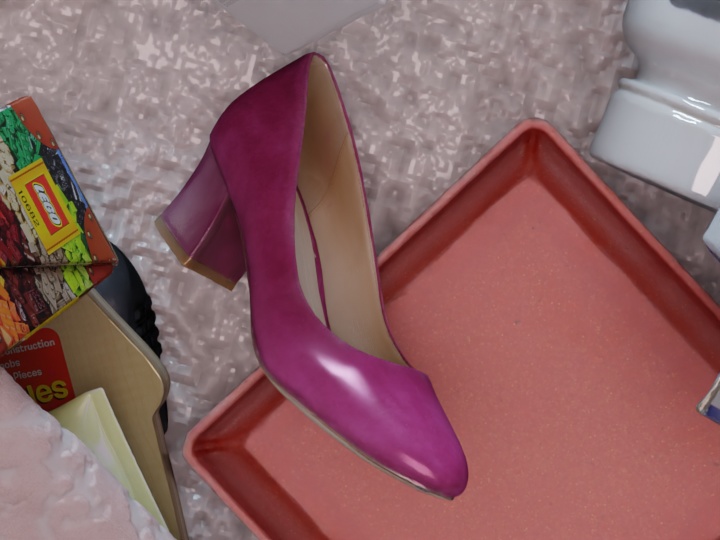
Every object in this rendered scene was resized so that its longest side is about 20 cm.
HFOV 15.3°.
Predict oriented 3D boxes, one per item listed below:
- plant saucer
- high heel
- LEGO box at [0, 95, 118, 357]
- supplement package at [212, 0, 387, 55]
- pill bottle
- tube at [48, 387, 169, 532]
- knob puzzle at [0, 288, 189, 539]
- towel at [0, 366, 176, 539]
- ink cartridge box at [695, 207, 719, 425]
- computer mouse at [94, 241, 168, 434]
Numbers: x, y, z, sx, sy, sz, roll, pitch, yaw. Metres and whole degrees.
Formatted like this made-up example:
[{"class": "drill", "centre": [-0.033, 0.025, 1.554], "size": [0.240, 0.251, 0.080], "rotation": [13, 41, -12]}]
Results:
[{"class": "plant saucer", "centre": [0.065, 0.075, 1.093], "size": [0.200, 0.037, 0.200], "rotation": [-43, 92, 2]}, {"class": "high heel", "centre": [0.000, 0.000, 1.034], "size": [0.067, 0.200, 0.096], "rotation": [29, 104, -44]}, {"class": "LEGO box", "centre": [-0.208, 0.023, 0.984], "size": [0.200, 0.149, 0.077], "rotation": [-26, 96, 17]}, {"class": "supplement package", "centre": [-0.002, -0.199, 1.003], "size": [0.114, 0.109, 0.200], "rotation": [36, 73, -14]}, {"class": "pill bottle", "centre": [0.170, -0.118, 1.042], "size": [0.113, 0.113, 0.200], "rotation": [23, 94, -1]}, {"class": "tube", "centre": [-0.175, 0.109, 1.052], "size": [0.200, 0.058, 0.052], "rotation": [-19, 59, 12]}, {"class": "knob puzzle", "centre": [-0.167, 0.059, 1.078], "size": [0.219, 0.030, 0.220], "rotation": [3, 105, 12]}, {"class": "towel", "centre": [-0.156, 0.135, 1.025], "size": [0.191, 0.032, 0.200], "rotation": [-26, 131, 17]}, {"class": "ink cartridge box", "centre": [0.206, -0.017, 1.018], "size": [0.041, 0.199, 0.200], "rotation": [29, 91, 38]}, {"class": "computer mouse", "centre": [-0.100, 0.085, 1.096], "size": [0.058, 0.034, 0.201], "rotation": [-11, 94, 0]}]
